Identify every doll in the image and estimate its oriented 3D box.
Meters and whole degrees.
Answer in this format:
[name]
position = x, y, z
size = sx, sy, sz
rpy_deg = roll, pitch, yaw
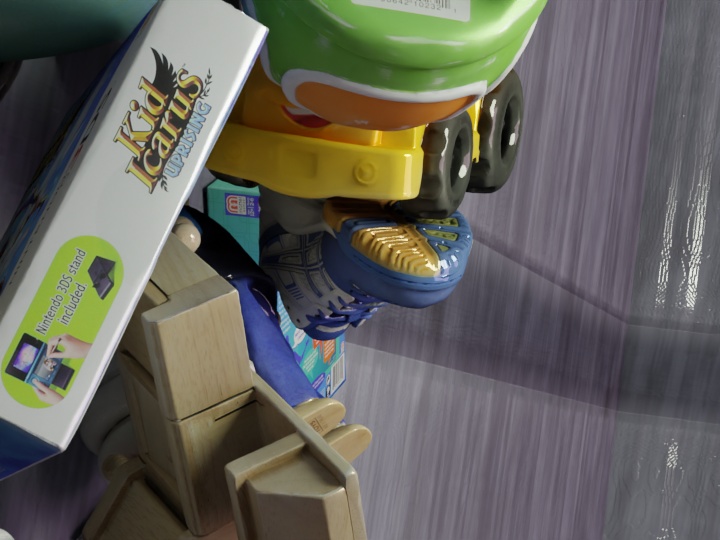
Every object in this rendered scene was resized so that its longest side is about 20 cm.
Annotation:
[doll]
position = -0.069, 0.014, 0.949
size = 0.048, 0.200, 0.137
rpy_deg = -37, 148, 1

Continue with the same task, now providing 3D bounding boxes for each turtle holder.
[turtle holder]
position = 0.003, -0.147, 0.797
size = 0.186, 0.140, 0.132
rpy_deg = 61, -25, 20

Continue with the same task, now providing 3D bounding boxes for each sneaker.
[sneaker]
position = 0.000, 0.000, 0.971
size = 0.200, 0.075, 0.089
rpy_deg = -146, -119, -65

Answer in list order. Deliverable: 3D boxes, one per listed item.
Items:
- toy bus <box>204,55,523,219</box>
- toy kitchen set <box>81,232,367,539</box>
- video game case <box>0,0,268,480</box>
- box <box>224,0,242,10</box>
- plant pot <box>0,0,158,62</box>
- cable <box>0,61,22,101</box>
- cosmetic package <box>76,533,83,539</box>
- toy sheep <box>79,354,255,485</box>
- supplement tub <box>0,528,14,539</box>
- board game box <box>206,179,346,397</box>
[toy bus]
position = 0.012, -0.134, 0.939
size = 0.200, 0.135, 0.193
rpy_deg = -32, 132, -66
[toy kitchen set]
position = -0.111, 0.123, 0.831
size = 0.180, 0.163, 0.201
rpy_deg = -24, 125, -24
[video game case]
position = -0.121, -0.006, 0.745
size = 0.182, 0.045, 0.200
rpy_deg = -66, -166, -19
[box]
position = -0.090, -0.233, 0.975
size = 0.132, 0.114, 0.201
rpy_deg = -41, 135, -64
[plant pot]
position = -0.142, -0.179, 0.758
size = 0.200, 0.160, 0.202
rpy_deg = 6, 90, -73
[cable]
position = -0.201, -0.045, 0.852
size = 0.097, 0.050, 0.201
rpy_deg = 19, 65, -55
[cosmetic package]
position = -0.111, 0.152, 1.143
size = 0.200, 0.050, 0.083
rpy_deg = -51, 142, -59
[toy sheep]
position = -0.100, 0.072, 1.033
size = 0.138, 0.137, 0.201
rpy_deg = 55, 21, -64
[supplement tub]
position = -0.213, 0.194, 0.725
size = 0.122, 0.122, 0.201
rpy_deg = 35, 63, -70
[board game box]
position = -0.056, 0.014, 1.277
size = 0.152, 0.045, 0.201
rpy_deg = -46, 139, -62
